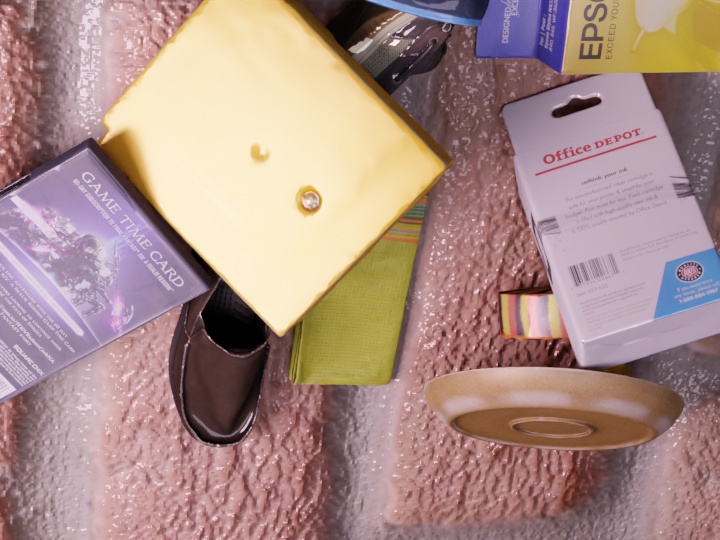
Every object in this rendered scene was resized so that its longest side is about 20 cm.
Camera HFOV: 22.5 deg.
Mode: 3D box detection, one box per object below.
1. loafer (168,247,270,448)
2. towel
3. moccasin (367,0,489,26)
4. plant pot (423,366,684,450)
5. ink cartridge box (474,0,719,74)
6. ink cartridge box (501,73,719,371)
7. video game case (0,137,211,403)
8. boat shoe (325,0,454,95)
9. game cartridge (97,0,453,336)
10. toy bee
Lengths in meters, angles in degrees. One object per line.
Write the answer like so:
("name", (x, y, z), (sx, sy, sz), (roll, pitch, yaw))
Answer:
("loafer", (-0.103, 0.053, 1.346), (0.072, 0.071, 0.201), (-2, 118, -12))
("towel", (0.000, 0.000, 1.374), (0.085, 0.018, 0.201), (3, 117, -14))
("moccasin", (-0.006, -0.217, 1.182), (0.199, 0.080, 0.069), (23, 101, 11))
("plant pot", (0.146, 0.109, 1.381), (0.199, 0.200, 0.028), (11, 72, -18))
("ink cartridge box", (0.189, -0.237, 1.279), (0.198, 0.047, 0.199), (-4, 119, -13))
("ink cartridge box", (0.185, -0.039, 1.327), (0.115, 0.201, 0.067), (-17, 154, 1))
("video game case", (-0.228, 0.005, 1.296), (0.199, 0.019, 0.143), (-28, 121, 18))
("boat shoe", (0.029, -0.167, 1.267), (0.201, 0.072, 0.066), (-40, 125, 15))
("game cartridge", (-0.064, -0.084, 1.250), (0.200, 0.032, 0.176), (46, 109, 3))
("toy bee", (0.208, 0.019, 1.379), (0.199, 0.109, 0.132), (-27, 97, -8))
